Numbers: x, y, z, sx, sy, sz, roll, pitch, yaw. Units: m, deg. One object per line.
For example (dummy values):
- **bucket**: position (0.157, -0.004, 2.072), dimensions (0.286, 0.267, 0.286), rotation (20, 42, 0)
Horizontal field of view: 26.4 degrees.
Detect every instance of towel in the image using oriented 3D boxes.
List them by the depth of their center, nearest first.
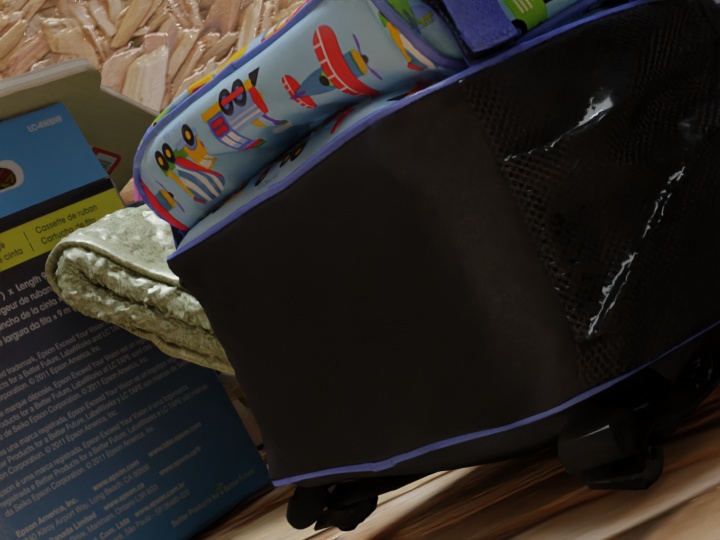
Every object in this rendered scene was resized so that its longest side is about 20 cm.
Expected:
- **towel**: position (-0.016, 0.001, 0.650), dimensions (0.200, 0.037, 0.148), rotation (18, 32, 25)

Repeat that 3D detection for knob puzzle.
- **knob puzzle**: position (-0.194, -0.026, 0.725), dimensions (0.220, 0.030, 0.220), rotation (-43, -17, -16)

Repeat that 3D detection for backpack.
- **backpack**: position (0.063, -0.028, 0.436), dimensions (0.200, 0.135, 0.183), rotation (-26, 0, -31)

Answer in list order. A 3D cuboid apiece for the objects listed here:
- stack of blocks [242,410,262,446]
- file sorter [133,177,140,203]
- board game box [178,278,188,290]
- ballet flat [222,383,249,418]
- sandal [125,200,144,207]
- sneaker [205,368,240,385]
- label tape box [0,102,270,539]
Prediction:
- **stack of blocks**: position (-0.124, 0.106, 1.005), dimensions (0.115, 0.059, 0.200), rotation (-29, 1, -15)
- **file sorter**: position (-0.098, -0.004, 1.186), dimensions (0.139, 0.126, 0.200), rotation (-6, -21, -4)
- **board game box**: position (0.040, -0.020, 0.626), dimensions (0.200, 0.135, 0.028), rotation (-37, -37, -47)
- **ballet flat**: position (-0.059, 0.048, 0.846), dimensions (0.200, 0.065, 0.071), rotation (-24, 39, 5)
- **sandal**: position (-0.065, -0.035, 0.868), dimensions (0.200, 0.075, 0.048), rotation (-15, -46, -34)
- **sneaker**: position (0.000, 0.000, 0.767), dimensions (0.200, 0.077, 0.089), rotation (-24, -17, -10)
- **label tape box**: position (-0.145, 0.042, 0.665), dimensions (0.066, 0.200, 0.143), rotation (-30, 0, 41)
